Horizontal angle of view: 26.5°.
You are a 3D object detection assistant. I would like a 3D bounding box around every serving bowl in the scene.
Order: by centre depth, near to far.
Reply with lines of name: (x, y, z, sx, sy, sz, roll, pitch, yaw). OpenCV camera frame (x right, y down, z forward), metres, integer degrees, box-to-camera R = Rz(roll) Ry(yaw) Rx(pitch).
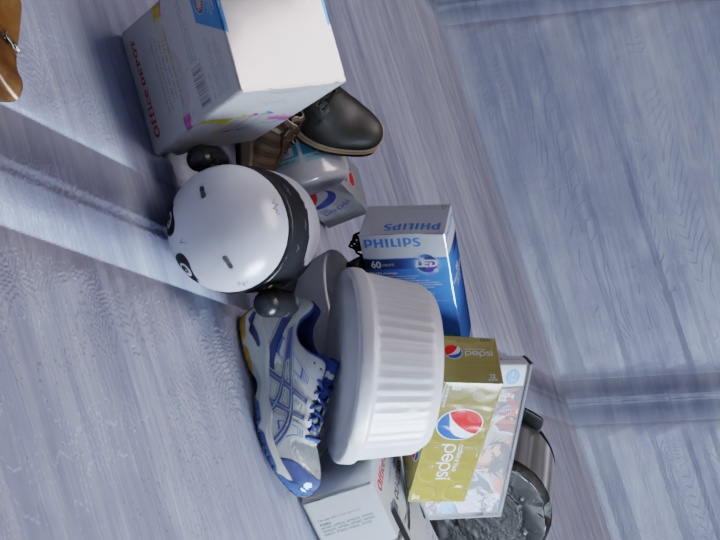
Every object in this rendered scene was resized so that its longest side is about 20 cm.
serving bowl: (-0.030, 0.081, 1.767, 0.200, 0.065, 0.203, -18, 90, -77)

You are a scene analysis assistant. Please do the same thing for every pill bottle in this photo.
pill bottle: (-0.090, -0.188, 1.779, 0.111, 0.109, 0.203, 0, 73, -76)

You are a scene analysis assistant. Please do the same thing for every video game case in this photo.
video game case: (0.099, 0.194, 1.754, 0.026, 0.178, 0.203, -136, -129, -59)

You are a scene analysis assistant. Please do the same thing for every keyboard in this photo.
keyboard: (0.000, 0.000, 1.814, 0.200, 0.039, 0.106, -27, 121, -77)

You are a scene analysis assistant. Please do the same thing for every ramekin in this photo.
ramekin: (0.023, 0.100, 1.570, 0.202, 0.093, 0.206, -177, -90, -80)

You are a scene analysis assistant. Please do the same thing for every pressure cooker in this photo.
pressure cooker: (0.182, 0.292, 2.106, 0.200, 0.174, 0.181, -66, 140, -65)

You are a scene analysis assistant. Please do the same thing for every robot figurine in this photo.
robot figurine: (-0.113, -0.039, 1.485, 0.126, 0.149, 0.200, -67, 167, 6)

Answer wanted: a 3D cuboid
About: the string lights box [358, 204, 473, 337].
string lights box: (0.067, 0.022, 1.770, 0.059, 0.101, 0.202, -72, 156, -50)

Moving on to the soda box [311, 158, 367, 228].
soda box: (-0.054, -0.123, 1.939, 0.200, 0.063, 0.069, 42, 31, -65)

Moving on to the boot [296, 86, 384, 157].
boot: (-0.042, -0.197, 1.664, 0.198, 0.138, 0.078, 24, 70, -19)

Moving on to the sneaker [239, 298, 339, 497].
sneaker: (-0.061, 0.124, 1.546, 0.075, 0.087, 0.203, 27, 48, -73)

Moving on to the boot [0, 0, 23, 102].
boot: (-0.299, -0.253, 1.133, 0.200, 0.068, 0.190, 51, 25, -58)

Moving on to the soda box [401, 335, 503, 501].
soda box: (0.095, 0.160, 1.613, 0.201, 0.067, 0.065, 102, -14, -45)

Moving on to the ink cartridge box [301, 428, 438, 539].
ink cartridge box: (0.016, 0.279, 1.656, 0.145, 0.083, 0.202, -80, 148, -64)

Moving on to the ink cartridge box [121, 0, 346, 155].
ink cartridge box: (-0.131, -0.201, 1.470, 0.124, 0.199, 0.130, -11, 82, -37)

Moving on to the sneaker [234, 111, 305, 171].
sneaker: (-0.096, -0.143, 1.645, 0.201, 0.074, 0.071, 95, -13, -52)
